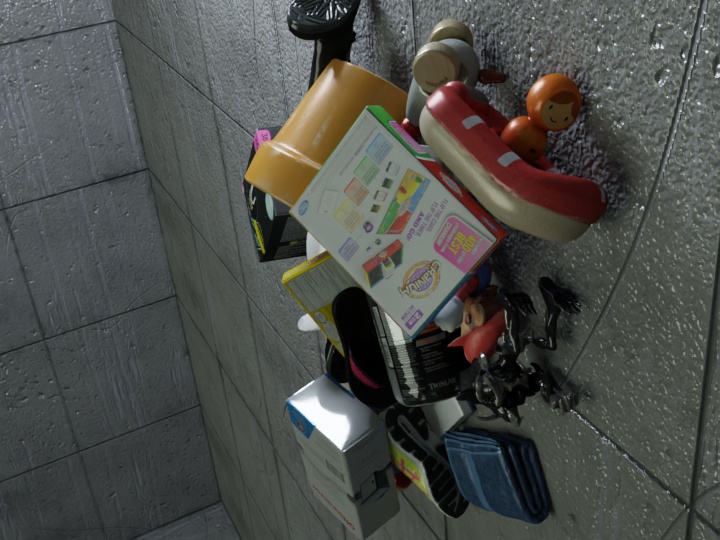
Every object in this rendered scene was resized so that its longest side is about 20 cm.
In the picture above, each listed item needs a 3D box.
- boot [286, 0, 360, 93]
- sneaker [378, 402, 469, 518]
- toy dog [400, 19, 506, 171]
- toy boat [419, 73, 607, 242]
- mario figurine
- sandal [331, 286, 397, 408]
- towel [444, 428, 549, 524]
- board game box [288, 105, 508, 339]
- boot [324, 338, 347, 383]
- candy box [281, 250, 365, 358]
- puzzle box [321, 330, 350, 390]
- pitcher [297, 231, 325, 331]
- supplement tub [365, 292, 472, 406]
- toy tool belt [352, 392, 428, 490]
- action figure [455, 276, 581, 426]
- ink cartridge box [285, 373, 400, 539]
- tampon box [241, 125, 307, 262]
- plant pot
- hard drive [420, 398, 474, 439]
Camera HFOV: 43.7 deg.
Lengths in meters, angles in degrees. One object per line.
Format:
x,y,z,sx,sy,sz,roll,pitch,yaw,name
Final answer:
-0.055,-0.269,1.187,0.065,0.165,0.202,28,133,13,boot
0.090,0.281,1.335,0.202,0.078,0.090,55,150,-6,sneaker
0.096,-0.174,0.985,0.095,0.134,0.201,23,153,5,toy dog
0.159,-0.124,0.846,0.131,0.129,0.201,-52,61,22,toy boat
0.111,0.011,1.054,0.105,0.121,0.205,-14,87,61,mario figurine
0.012,0.116,1.224,0.045,0.074,0.203,32,148,52,sandal
0.176,0.273,1.201,0.199,0.048,0.114,-16,92,69,towel
0.037,-0.052,0.970,0.200,0.040,0.153,46,115,10,board game box
-0.029,0.057,1.450,0.157,0.078,0.216,32,108,57,boot
-0.012,0.059,1.246,0.201,0.101,0.027,52,-158,-27,candy box
-0.039,0.104,1.558,0.133,0.025,0.204,-1,-109,-78,puzzle box
0.000,0.000,1.295,0.121,0.168,0.205,-39,-40,-69,pitcher
0.078,0.064,1.178,0.122,0.120,0.204,-3,104,69,supplement tub
0.051,0.264,1.415,0.123,0.122,0.204,-164,58,-75,toy tool belt
0.173,0.112,0.983,0.103,0.116,0.203,-107,19,-52,action figure
-0.025,0.280,1.349,0.146,0.085,0.203,33,146,43,ink cartridge box
-0.113,-0.125,1.483,0.200,0.123,0.153,121,136,-64,tampon box
-0.019,-0.152,1.129,0.186,0.198,0.200,-63,31,4,plant pot
0.096,0.138,1.327,0.203,0.025,0.132,65,158,19,hard drive
